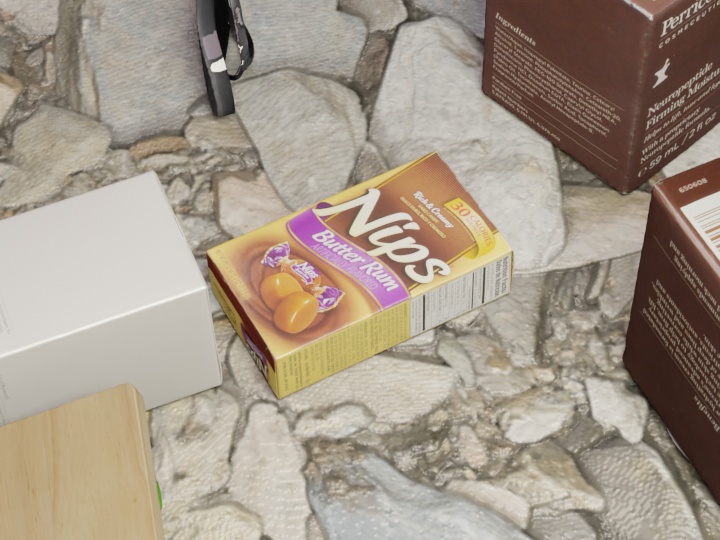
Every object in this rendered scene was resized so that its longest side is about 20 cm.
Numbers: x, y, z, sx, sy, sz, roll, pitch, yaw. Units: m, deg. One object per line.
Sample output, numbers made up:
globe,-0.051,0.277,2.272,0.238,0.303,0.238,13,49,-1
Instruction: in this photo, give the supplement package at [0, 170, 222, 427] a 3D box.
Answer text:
supplement package,-0.213,0.037,1.203,0.199,0.120,0.121,-19,53,-12

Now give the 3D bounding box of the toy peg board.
toy peg board,-0.208,0.207,1.106,0.198,0.098,0.201,-20,52,7

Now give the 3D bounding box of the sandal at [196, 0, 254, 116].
sandal,-0.113,-0.215,1.420,0.043,0.076,0.201,-5,52,0

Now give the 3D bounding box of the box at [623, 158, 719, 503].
box,0.292,0.033,1.131,0.164,0.200,0.166,-21,55,-14

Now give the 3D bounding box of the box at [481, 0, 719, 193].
box,0.208,-0.205,1.326,0.166,0.200,0.164,-37,60,-23

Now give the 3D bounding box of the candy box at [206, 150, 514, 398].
candy box,0.000,0.000,1.266,0.199,0.057,0.117,-24,55,-17
